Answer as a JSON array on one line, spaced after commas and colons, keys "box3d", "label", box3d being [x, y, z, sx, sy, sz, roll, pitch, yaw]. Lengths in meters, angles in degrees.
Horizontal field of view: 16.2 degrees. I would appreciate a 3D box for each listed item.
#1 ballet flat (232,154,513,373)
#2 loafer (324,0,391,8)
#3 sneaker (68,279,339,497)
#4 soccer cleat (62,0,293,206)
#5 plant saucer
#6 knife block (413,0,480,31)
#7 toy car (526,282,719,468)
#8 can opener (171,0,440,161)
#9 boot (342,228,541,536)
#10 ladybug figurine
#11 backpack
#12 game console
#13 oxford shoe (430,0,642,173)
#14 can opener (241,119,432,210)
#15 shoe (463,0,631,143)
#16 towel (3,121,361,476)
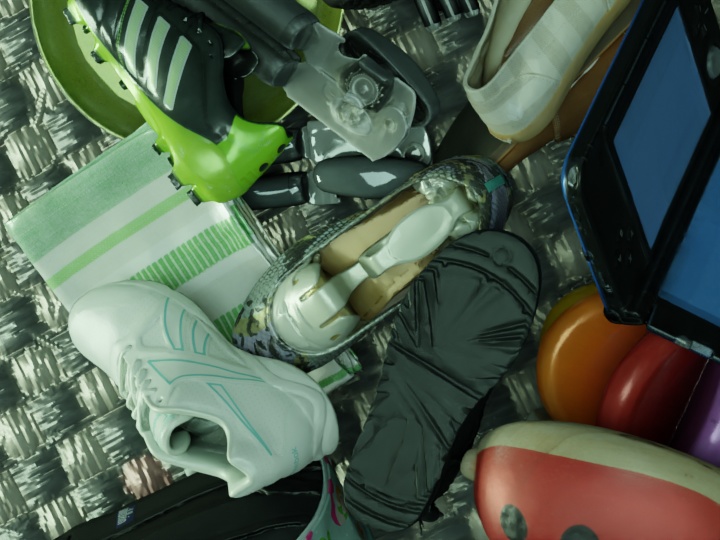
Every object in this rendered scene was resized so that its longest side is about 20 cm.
[{"box3d": [0.000, 0.000, 1.488, 0.200, 0.072, 0.072, -36, 89, 12], "label": "ballet flat"}, {"box3d": [0.051, -0.226, 1.455, 0.200, 0.073, 0.072, -37, 81, 6], "label": "loafer"}, {"box3d": [-0.110, 0.068, 1.511, 0.200, 0.080, 0.071, 27, 133, 32], "label": "sneaker"}, {"box3d": [-0.111, -0.129, 1.494, 0.081, 0.068, 0.201, -36, 70, 6], "label": "soccer cleat"}, {"box3d": [-0.105, -0.172, 1.565, 0.198, 0.031, 0.202, 0, 90, 8], "label": "plant saucer"}, {"box3d": [0.025, -0.250, 1.525, 0.199, 0.064, 0.177, 26, 98, 6], "label": "knife block"}, {"box3d": [0.194, 0.077, 1.483, 0.199, 0.150, 0.176, 25, 98, 6], "label": "toy car"}, {"box3d": [-0.041, -0.141, 1.522, 0.200, 0.067, 0.054, 38, 120, 14], "label": "can opener"}, {"box3d": [0.052, 0.063, 1.500, 0.073, 0.162, 0.199, 25, 97, 8], "label": "boot"}, {"box3d": [0.147, 0.147, 1.421, 0.199, 0.136, 0.072, 17, 60, 12], "label": "ladybug figurine"}, {"box3d": [-0.084, 0.197, 1.531, 0.199, 0.178, 0.151, -31, 112, 8], "label": "backpack"}, {"box3d": [0.215, -0.059, 1.436, 0.118, 0.201, 0.171, 5, 139, 29], "label": "game console"}, {"box3d": [0.121, -0.098, 1.526, 0.200, 0.072, 0.071, -42, 121, 18], "label": "oxford shoe"}, {"box3d": [-0.051, -0.064, 1.559, 0.198, 0.066, 0.053, -5, 93, 15], "label": "can opener"}, {"box3d": [0.121, -0.171, 1.468, 0.070, 0.053, 0.201, 20, 79, 49], "label": "shoe"}, {"box3d": [-0.111, 0.016, 1.568, 0.152, 0.023, 0.201, -32, 98, 28], "label": "towel"}]
